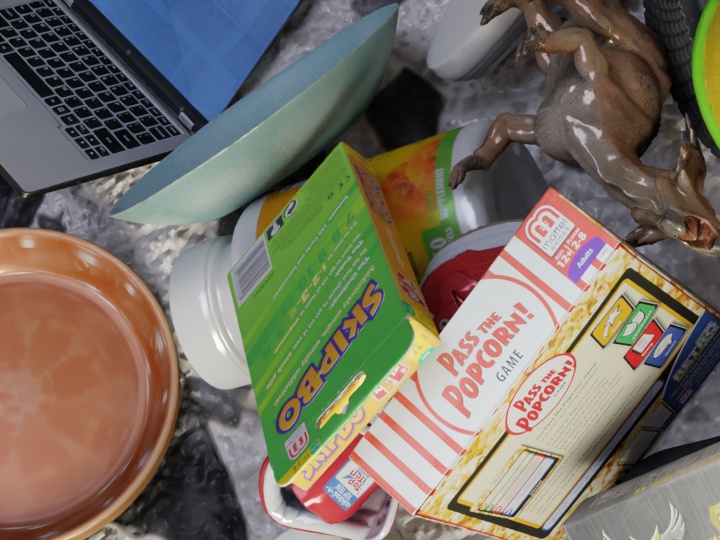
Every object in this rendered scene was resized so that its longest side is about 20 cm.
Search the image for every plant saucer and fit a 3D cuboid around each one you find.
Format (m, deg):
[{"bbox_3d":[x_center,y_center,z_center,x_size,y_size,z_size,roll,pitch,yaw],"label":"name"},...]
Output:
[{"bbox_3d":[-0.050,-0.076,1.184,0.200,0.201,0.039,-33,101,18],"label":"plant saucer"},{"bbox_3d":[-0.204,0.072,1.248,0.198,0.032,0.202,-1,69,3],"label":"plant saucer"}]

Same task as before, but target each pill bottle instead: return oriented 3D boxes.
[{"bbox_3d":[0.000,0.000,1.139,0.199,0.111,0.112,-18,65,26],"label":"pill bottle"}]

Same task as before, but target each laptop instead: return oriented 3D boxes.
[{"bbox_3d":[-0.162,-0.164,1.292,0.187,0.199,0.117,45,139,34],"label":"laptop"}]

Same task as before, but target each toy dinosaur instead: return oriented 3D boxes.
[{"bbox_3d":[0.128,-0.086,1.060,0.086,0.135,0.201,130,155,-52],"label":"toy dinosaur"}]

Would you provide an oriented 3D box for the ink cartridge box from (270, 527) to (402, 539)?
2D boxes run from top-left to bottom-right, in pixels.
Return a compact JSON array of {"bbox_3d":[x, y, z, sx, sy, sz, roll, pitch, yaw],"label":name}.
[{"bbox_3d":[-0.017,0.243,1.082,0.146,0.084,0.201,-36,59,15],"label":"ink cartridge box"}]

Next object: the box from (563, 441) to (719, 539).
[{"bbox_3d":[0.214,0.143,0.954,0.199,0.048,0.159,-25,92,22],"label":"box"}]

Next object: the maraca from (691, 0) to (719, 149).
[{"bbox_3d":[0.251,-0.076,1.013,0.200,0.107,0.137,39,93,6],"label":"maraca"}]

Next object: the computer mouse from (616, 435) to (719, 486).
[{"bbox_3d":[0.197,0.111,1.016,0.199,0.053,0.140,-19,66,25],"label":"computer mouse"}]

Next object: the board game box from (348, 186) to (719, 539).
[{"bbox_3d":[0.095,0.057,1.006,0.046,0.200,0.152,40,95,28],"label":"board game box"}]

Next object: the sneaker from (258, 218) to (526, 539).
[{"bbox_3d":[0.026,0.060,1.032,0.200,0.071,0.113,-39,17,36],"label":"sneaker"}]

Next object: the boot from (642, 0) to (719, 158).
[{"bbox_3d":[0.208,-0.169,1.088,0.131,0.070,0.202,-17,97,-8],"label":"boot"}]

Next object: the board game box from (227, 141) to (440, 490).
[{"bbox_3d":[-0.016,0.021,0.999,0.096,0.030,0.200,-48,23,16],"label":"board game box"}]

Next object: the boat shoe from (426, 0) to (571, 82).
[{"bbox_3d":[0.120,-0.171,1.152,0.200,0.068,0.072,-50,22,-2],"label":"boat shoe"}]
